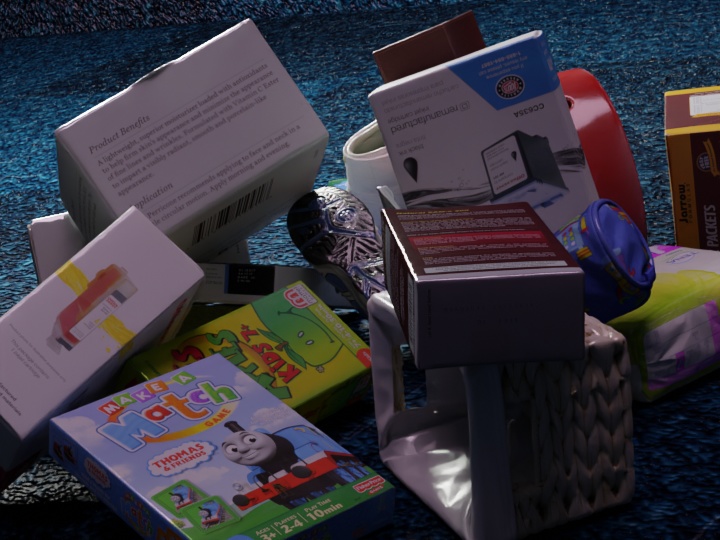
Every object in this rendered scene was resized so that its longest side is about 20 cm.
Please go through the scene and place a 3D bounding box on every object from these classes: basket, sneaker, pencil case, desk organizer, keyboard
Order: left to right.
[{"bbox_3d":[0.000,0.000,1.671,0.076,0.077,0.200,-32,49,-10],"label":"sneaker"},{"bbox_3d":[0.045,-0.015,1.654,0.011,0.056,0.200,-32,-22,-4],"label":"keyboard"},{"bbox_3d":[0.070,-0.175,1.663,0.071,0.077,0.200,-21,7,14],"label":"desk organizer"},{"bbox_3d":[0.080,-0.107,1.818,0.199,0.116,0.074,-17,42,-9],"label":"sneaker"},{"bbox_3d":[0.096,0.090,1.310,0.123,0.136,0.200,-9,16,-17],"label":"basket"},{"bbox_3d":[0.137,0.033,1.440,0.200,0.087,0.078,-40,1,30],"label":"pencil case"}]

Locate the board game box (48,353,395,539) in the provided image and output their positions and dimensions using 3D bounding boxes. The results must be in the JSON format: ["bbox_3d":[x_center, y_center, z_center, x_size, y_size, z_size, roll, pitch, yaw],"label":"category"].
[{"bbox_3d":[-0.098,0.138,1.307,0.151,0.037,0.200,-21,38,-37],"label":"board game box"}]

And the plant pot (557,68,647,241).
[{"bbox_3d":[0.143,-0.068,1.718,0.182,0.201,0.200,-13,16,-8],"label":"plant pot"}]

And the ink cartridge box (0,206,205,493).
[{"bbox_3d":[-0.226,0.063,1.443,0.200,0.083,0.145,-43,-5,-31],"label":"ink cartridge box"}]

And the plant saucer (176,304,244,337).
[{"bbox_3d":[-0.159,0.084,1.622,0.199,0.048,0.200,2,19,32],"label":"plant saucer"}]

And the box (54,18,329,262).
[{"bbox_3d":[-0.151,-0.089,1.665,0.198,0.131,0.200,-32,-9,-14],"label":"box"}]

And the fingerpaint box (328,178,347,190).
[{"bbox_3d":[0.067,-0.056,1.947,0.199,0.074,0.167,-8,16,2],"label":"fingerpaint box"}]

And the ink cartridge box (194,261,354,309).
[{"bbox_3d":[-0.078,0.014,1.714,0.099,0.039,0.200,1,-3,22],"label":"ink cartridge box"}]

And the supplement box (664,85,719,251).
[{"bbox_3d":[0.393,-0.096,1.804,0.196,0.133,0.200,-5,16,11],"label":"supplement box"}]

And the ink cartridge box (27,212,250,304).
[{"bbox_3d":[-0.212,-0.010,1.815,0.199,0.088,0.145,-10,-13,-10],"label":"ink cartridge box"}]

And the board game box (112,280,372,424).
[{"bbox_3d":[-0.086,0.085,1.482,0.102,0.048,0.200,44,40,19],"label":"board game box"}]

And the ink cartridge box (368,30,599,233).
[{"bbox_3d":[0.109,-0.075,1.530,0.146,0.201,0.086,-19,6,10],"label":"ink cartridge box"}]

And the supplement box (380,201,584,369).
[{"bbox_3d":[0.076,0.006,1.251,0.108,0.061,0.200,-3,16,-4],"label":"supplement box"}]

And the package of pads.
[{"bbox_3d":[0.239,0.037,1.532,0.199,0.069,0.154,-22,19,-36],"label":"package of pads"}]
